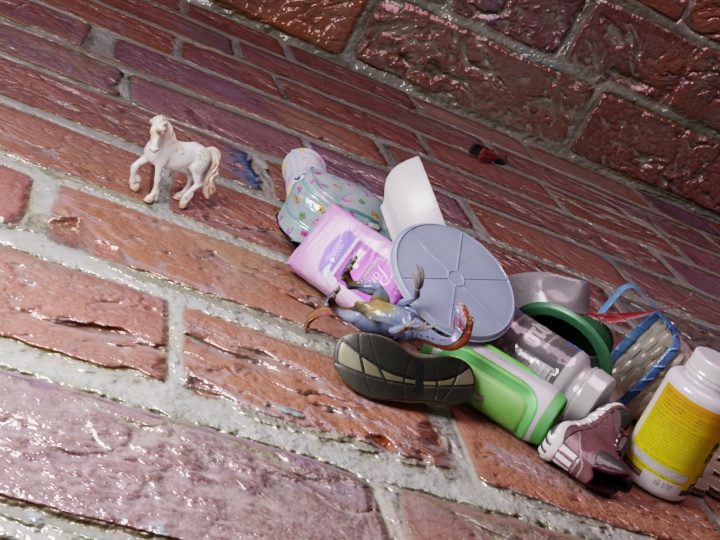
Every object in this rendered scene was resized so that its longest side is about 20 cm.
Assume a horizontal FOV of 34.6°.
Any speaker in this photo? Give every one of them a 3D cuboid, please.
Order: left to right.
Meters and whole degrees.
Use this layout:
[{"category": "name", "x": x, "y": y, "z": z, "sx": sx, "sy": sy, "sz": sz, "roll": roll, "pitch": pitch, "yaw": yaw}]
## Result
[{"category": "speaker", "x": 0.176, "y": 0.153, "z": 1.564, "sx": 0.200, "sy": 0.089, "sz": 0.088, "roll": 31, "pitch": 19, "yaw": 16}]

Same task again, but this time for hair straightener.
[{"category": "hair straightener", "x": 0.354, "y": -0.332, "z": 3.228, "sx": 0.077, "sy": 0.041, "sz": 0.200, "roll": 36, "pitch": 21, "yaw": 28}]

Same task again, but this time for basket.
[{"category": "basket", "x": 0.423, "y": 0.139, "z": 1.808, "sx": 0.200, "sy": 0.176, "sz": 0.139, "roll": 40, "pitch": 14, "yaw": -20}]

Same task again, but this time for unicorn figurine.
[{"category": "unicorn figurine", "x": -0.286, "y": -0.166, "z": 1.741, "sx": 0.074, "sy": 0.138, "sz": 0.200, "roll": 34, "pitch": 20, "yaw": 23}]

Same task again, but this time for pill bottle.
[{"category": "pill bottle", "x": 0.257, "y": 0.142, "z": 1.660, "sx": 0.200, "sy": 0.114, "sz": 0.114, "roll": 33, "pitch": 19, "yaw": 22}, {"category": "pill bottle", "x": 0.446, "y": 0.208, "z": 1.589, "sx": 0.109, "sy": 0.200, "sz": 0.109, "roll": 23, "pitch": 18, "yaw": -8}]

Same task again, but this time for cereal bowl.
[{"category": "cereal bowl", "x": 0.084, "y": -0.068, "z": 1.757, "sx": 0.083, "sy": 0.200, "sz": 0.200, "roll": -19, "pitch": 23, "yaw": 2}]

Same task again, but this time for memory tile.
[{"category": "memory tile", "x": 0.522, "y": 0.300, "z": 1.737, "sx": 0.200, "sy": 0.017, "sz": 0.153, "roll": 16, "pitch": 20, "yaw": -27}]

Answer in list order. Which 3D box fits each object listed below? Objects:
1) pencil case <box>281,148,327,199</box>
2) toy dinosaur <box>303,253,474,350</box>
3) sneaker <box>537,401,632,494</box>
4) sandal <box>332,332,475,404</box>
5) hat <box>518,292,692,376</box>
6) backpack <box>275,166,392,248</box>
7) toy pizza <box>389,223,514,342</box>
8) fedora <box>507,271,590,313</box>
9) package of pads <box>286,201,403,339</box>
[{"category": "pencil case", "x": -0.096, "y": -0.153, "z": 2.049, "sx": 0.091, "sy": 0.083, "sz": 0.200, "roll": 44, "pitch": 11, "yaw": -19}, {"category": "toy dinosaur", "x": 0.049, "y": 0.056, "z": 1.508, "sx": 0.181, "sy": 0.200, "sz": 0.105, "roll": 33, "pitch": 60, "yaw": -8}, {"category": "sneaker", "x": 0.331, "y": 0.249, "z": 1.552, "sx": 0.200, "sy": 0.076, "sz": 0.115, "roll": -12, "pitch": 45, "yaw": -46}, {"category": "sandal", "x": 0.052, "y": 0.135, "z": 1.494, "sx": 0.201, "sy": 0.080, "sz": 0.057, "roll": 17, "pitch": -12, "yaw": -23}, {"category": "hat", "x": 0.353, "y": 0.087, "z": 1.757, "sx": 0.200, "sy": 0.166, "sz": 0.176, "roll": 32, "pitch": 47, "yaw": 23}, {"category": "backpack", "x": -0.035, "y": -0.077, "z": 1.843, "sx": 0.200, "sy": 0.127, "sz": 0.167, "roll": 20, "pitch": 16, "yaw": -33}, {"category": "toy pizza", "x": 0.125, "y": 0.019, "z": 1.600, "sx": 0.200, "sy": 0.032, "sz": 0.201, "roll": 19, "pitch": 45, "yaw": -20}, {"category": "fedora", "x": 0.312, "y": 0.049, "z": 1.919, "sx": 0.200, "sy": 0.091, "sz": 0.177, "roll": 7, "pitch": -1, "yaw": 40}, {"category": "package of pads", "x": 0.000, "y": 0.000, "z": 1.691, "sx": 0.200, "sy": 0.121, "sz": 0.076, "roll": 36, "pitch": -1, "yaw": 28}]
